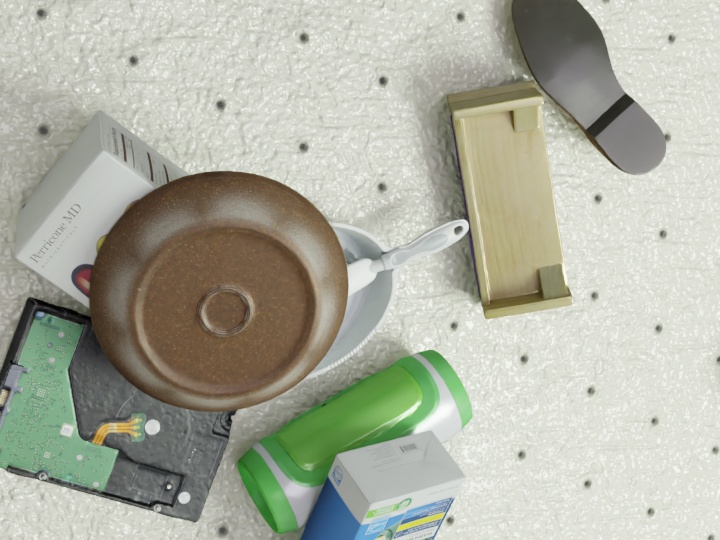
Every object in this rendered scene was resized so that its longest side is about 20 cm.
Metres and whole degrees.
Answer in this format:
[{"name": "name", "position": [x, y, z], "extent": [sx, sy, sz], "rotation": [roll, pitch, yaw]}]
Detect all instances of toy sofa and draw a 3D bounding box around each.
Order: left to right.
[{"name": "toy sofa", "position": [0.132, -0.064, 1.361], "extent": [0.083, 0.098, 0.201], "rotation": [-10, 105, 3]}]

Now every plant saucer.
[{"name": "plant saucer", "position": [-0.104, 0.025, 1.152], "extent": [0.200, 0.037, 0.201], "rotation": [-4, 113, -10]}]

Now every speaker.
[{"name": "speaker", "position": [-0.004, 0.148, 1.325], "extent": [0.200, 0.088, 0.089], "rotation": [-29, 109, -16]}]

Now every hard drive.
[{"name": "hard drive", "position": [-0.205, 0.118, 1.264], "extent": [0.200, 0.038, 0.140], "rotation": [19, 91, -25]}]

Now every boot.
[{"name": "boot", "position": [0.197, -0.171, 1.375], "extent": [0.074, 0.075, 0.200], "rotation": [-35, 96, 0]}]

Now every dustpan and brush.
[{"name": "dustpan and brush", "position": [0.000, 0.000, 1.318], "extent": [0.200, 0.057, 0.140], "rotation": [-28, 109, -16]}]

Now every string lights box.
[{"name": "string lights box", "position": [0.004, 0.233, 1.299], "extent": [0.103, 0.059, 0.200], "rotation": [-10, 137, -35]}]

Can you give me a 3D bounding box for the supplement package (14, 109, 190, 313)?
[{"name": "supplement package", "position": [-0.160, -0.014, 1.204], "extent": [0.200, 0.110, 0.114], "rotation": [36, 101, -22]}]
